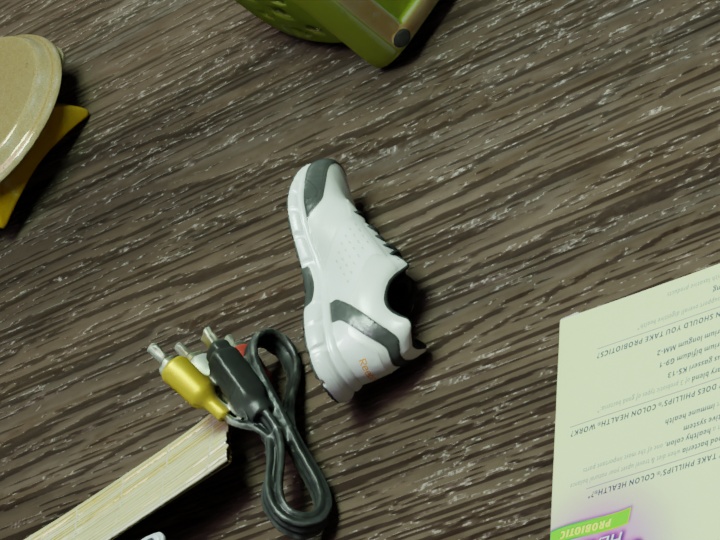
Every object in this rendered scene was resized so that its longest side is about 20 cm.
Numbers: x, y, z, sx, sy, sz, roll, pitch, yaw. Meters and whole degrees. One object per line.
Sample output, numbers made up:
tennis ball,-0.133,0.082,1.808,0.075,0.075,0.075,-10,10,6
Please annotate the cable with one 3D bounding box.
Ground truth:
cable,-0.064,0.110,1.903,0.200,0.097,0.050,57,139,31

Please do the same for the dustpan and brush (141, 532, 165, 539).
dustpan and brush,-0.196,0.245,1.922,0.200,0.057,0.140,-35,42,21

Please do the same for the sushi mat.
sushi mat,-0.170,0.166,1.946,0.200,0.012,0.096,-34,20,11

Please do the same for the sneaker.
sneaker,0.000,0.000,1.911,0.080,0.074,0.201,-22,51,14

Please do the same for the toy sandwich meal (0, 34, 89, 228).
toy sandwich meal,-0.311,-0.104,2.306,0.205,0.070,0.206,-27,41,26

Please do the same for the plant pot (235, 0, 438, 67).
plant pot,-0.022,-0.278,2.035,0.200,0.199,0.181,-54,44,-1

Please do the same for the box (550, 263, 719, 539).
box,0.207,0.107,1.581,0.175,0.097,0.201,-22,47,34
